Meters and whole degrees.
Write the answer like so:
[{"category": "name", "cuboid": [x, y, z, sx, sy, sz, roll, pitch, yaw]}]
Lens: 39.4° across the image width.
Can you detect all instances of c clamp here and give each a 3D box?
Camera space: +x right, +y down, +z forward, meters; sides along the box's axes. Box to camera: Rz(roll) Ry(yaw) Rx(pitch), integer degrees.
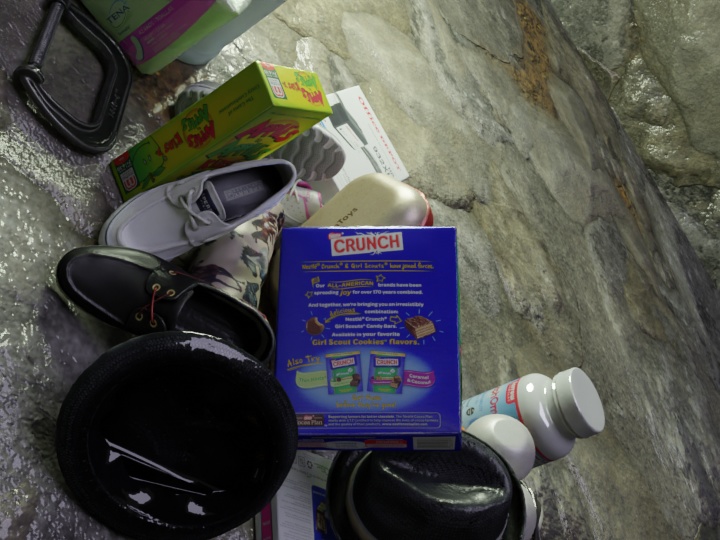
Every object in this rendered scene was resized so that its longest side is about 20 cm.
[{"category": "c clamp", "cuboid": [-0.293, -0.213, 0.988, 0.171, 0.027, 0.200, 42, 33, -42]}]

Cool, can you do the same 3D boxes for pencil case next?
[{"category": "pencil case", "cuboid": [-0.127, -0.003, 1.019, 0.089, 0.078, 0.200, 50, 31, -32]}]

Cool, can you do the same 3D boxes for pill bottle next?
[{"category": "pill bottle", "cuboid": [0.194, 0.193, 1.245, 0.109, 0.200, 0.109, 39, 36, -36]}]

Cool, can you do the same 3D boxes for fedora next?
[{"category": "fedora", "cuboid": [-0.154, 0.126, 0.831, 0.201, 0.201, 0.092, 46, 0, -27]}, {"category": "fedora", "cuboid": [0.071, 0.208, 0.964, 0.200, 0.092, 0.201, 6, 53, -8]}]

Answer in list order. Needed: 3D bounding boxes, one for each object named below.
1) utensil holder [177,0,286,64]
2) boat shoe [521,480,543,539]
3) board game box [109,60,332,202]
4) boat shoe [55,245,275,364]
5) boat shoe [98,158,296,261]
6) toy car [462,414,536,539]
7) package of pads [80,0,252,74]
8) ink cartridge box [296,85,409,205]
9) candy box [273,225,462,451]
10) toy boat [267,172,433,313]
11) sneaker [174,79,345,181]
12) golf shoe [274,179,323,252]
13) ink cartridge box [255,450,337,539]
[{"category": "utensil holder", "cuboid": [-0.153, -0.359, 1.149, 0.170, 0.200, 0.170, 39, 37, -37]}, {"category": "boat shoe", "cuboid": [0.196, 0.341, 1.262, 0.057, 0.067, 0.200, 63, 21, -22]}, {"category": "board game box", "cuboid": [-0.137, -0.129, 0.982, 0.102, 0.200, 0.048, -6, 71, -59]}, {"category": "boat shoe", "cuboid": [-0.166, 0.030, 0.878, 0.201, 0.063, 0.074, 26, 81, -15]}, {"category": "boat shoe", "cuboid": [-0.152, -0.063, 0.952, 0.200, 0.065, 0.074, -31, 95, -26]}, {"category": "toy car", "cuboid": [0.103, 0.255, 1.122, 0.150, 0.175, 0.200, 17, 43, -7]}, {"category": "package of pads", "cuboid": [-0.229, -0.318, 1.040, 0.200, 0.154, 0.068, 51, 38, -20]}, {"category": "ink cartridge box", "cuboid": [-0.036, -0.143, 1.275, 0.145, 0.084, 0.200, 60, 29, -3]}, {"category": "candy box", "cuboid": [0.009, 0.062, 0.933, 0.077, 0.169, 0.200, 80, 10, -68]}, {"category": "toy boat", "cuboid": [0.000, 0.000, 1.084, 0.131, 0.200, 0.130, 54, -10, -36]}, {"category": "sneaker", "cuboid": [-0.106, -0.170, 1.140, 0.200, 0.075, 0.082, 25, 31, -11]}, {"category": "golf shoe", "cuboid": [-0.098, -0.085, 1.123, 0.200, 0.091, 0.075, 37, 39, -36]}, {"category": "ink cartridge box", "cuboid": [-0.056, 0.266, 0.954, 0.095, 0.037, 0.200, 32, 38, -44]}]
